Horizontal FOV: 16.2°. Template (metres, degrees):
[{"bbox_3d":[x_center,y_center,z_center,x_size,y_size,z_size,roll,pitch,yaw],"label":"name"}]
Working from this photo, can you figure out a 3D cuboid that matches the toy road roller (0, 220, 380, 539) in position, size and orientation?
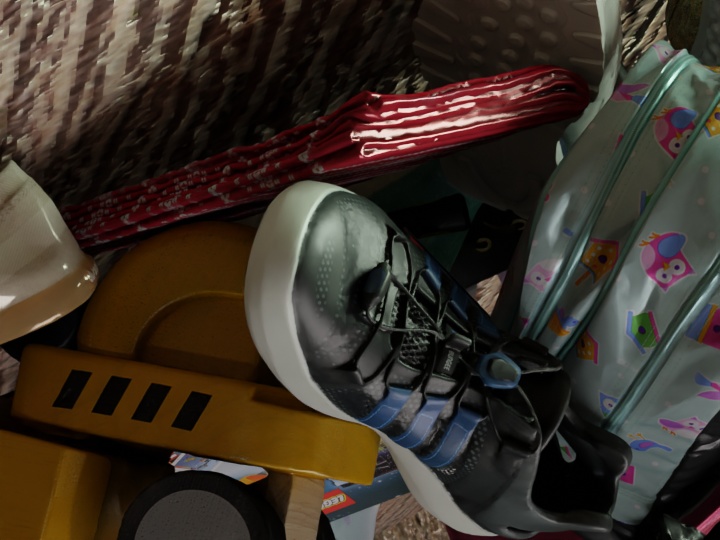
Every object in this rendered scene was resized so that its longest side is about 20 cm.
[{"bbox_3d":[-0.090,0.050,0.941,0.199,0.147,0.123,10,175,13],"label":"toy road roller"}]

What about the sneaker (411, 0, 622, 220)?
[{"bbox_3d":[0.070,-0.094,0.989,0.081,0.076,0.200,-59,170,-20],"label":"sneaker"}]

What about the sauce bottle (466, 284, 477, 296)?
[{"bbox_3d":[-0.027,0.033,1.333,0.200,0.065,0.065,-26,170,-29],"label":"sauce bottle"}]

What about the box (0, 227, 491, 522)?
[{"bbox_3d":[-0.037,0.062,1.054,0.199,0.038,0.137,-22,146,17],"label":"box"}]

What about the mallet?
[{"bbox_3d":[-0.055,-0.001,1.021,0.199,0.041,0.066,-15,173,10],"label":"mallet"}]

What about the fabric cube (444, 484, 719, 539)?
[{"bbox_3d":[0.179,0.135,1.147,0.196,0.199,0.200,-44,-158,12],"label":"fabric cube"}]

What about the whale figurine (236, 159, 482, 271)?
[{"bbox_3d":[0.000,0.000,1.124,0.200,0.104,0.159,-33,169,8],"label":"whale figurine"}]

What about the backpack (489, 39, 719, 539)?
[{"bbox_3d":[0.121,0.008,0.957,0.200,0.126,0.167,103,13,-66],"label":"backpack"}]

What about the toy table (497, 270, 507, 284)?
[{"bbox_3d":[0.160,-0.002,1.353,0.200,0.117,0.183,-37,-159,-35],"label":"toy table"}]

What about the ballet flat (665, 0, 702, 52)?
[{"bbox_3d":[0.204,-0.051,1.175,0.070,0.200,0.071,-27,-162,10],"label":"ballet flat"}]

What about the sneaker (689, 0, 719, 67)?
[{"bbox_3d":[0.190,-0.103,1.085,0.104,0.075,0.201,-31,142,-35],"label":"sneaker"}]

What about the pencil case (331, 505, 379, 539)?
[{"bbox_3d":[-0.031,0.101,1.198,0.091,0.083,0.201,-30,-147,38],"label":"pencil case"}]

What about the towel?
[{"bbox_3d":[-0.029,-0.037,0.936,0.199,0.023,0.144,-16,178,39],"label":"towel"}]

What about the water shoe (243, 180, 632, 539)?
[{"bbox_3d":[0.034,0.030,0.876,0.079,0.072,0.200,2,153,32],"label":"water shoe"}]

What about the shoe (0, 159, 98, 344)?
[{"bbox_3d":[-0.190,0.024,0.885,0.199,0.054,0.070,-26,-158,3],"label":"shoe"}]

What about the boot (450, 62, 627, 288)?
[{"bbox_3d":[0.070,-0.034,1.218,0.153,0.074,0.204,-30,178,-2],"label":"boot"}]
